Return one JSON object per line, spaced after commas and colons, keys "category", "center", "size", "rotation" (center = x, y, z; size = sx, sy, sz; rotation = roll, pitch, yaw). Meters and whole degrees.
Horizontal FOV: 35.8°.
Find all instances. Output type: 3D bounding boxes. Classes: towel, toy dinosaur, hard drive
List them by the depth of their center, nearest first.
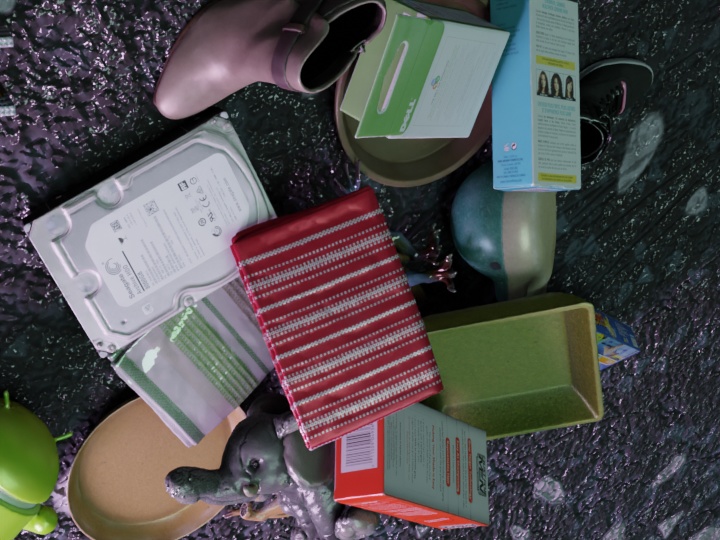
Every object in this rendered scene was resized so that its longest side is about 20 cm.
{"category": "hard drive", "center": [-0.175, -0.034, 0.974], "size": [0.198, 0.038, 0.141], "rotation": [-30, 114, -12]}
{"category": "towel", "center": [-0.020, 0.039, 0.995], "size": [0.143, 0.022, 0.203], "rotation": [-22, 95, -15]}
{"category": "towel", "center": [-0.134, 0.057, 1.073], "size": [0.200, 0.031, 0.150], "rotation": [-45, 131, -13]}
{"category": "toy dinosaur", "center": [0.000, 0.000, 1.086], "size": [0.179, 0.106, 0.202], "rotation": [-5, 139, -13]}

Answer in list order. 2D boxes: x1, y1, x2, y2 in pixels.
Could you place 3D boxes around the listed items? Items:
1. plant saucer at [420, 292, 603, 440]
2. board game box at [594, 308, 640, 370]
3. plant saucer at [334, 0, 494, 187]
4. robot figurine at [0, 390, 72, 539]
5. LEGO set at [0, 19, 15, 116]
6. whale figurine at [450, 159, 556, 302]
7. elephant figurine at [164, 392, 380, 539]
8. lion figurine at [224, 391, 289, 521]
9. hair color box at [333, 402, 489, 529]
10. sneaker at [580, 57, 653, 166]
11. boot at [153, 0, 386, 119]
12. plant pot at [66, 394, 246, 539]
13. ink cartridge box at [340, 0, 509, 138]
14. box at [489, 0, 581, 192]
{"category": "plant saucer", "center": [0.144, 0.097, 1.151], "size": [0.197, 0.048, 0.201], "rotation": [-11, 137, 7]}
{"category": "board game box", "center": [0.221, 0.090, 1.263], "size": [0.134, 0.035, 0.199], "rotation": [-29, 154, 23]}
{"category": "plant saucer", "center": [0.058, -0.176, 1.063], "size": [0.198, 0.029, 0.203], "rotation": [-16, 125, -24]}
{"category": "robot figurine", "center": [-0.349, 0.197, 0.980], "size": [0.200, 0.116, 0.175], "rotation": [-46, 127, 1]}
{"category": "LEGO set", "center": [-0.305, -0.184, 0.762], "size": [0.152, 0.116, 0.203], "rotation": [-1, 119, -32]}
{"category": "whale figurine", "center": [0.152, -0.030, 1.173], "size": [0.201, 0.102, 0.161], "rotation": [67, 31, -54]}
{"category": "elephant figurine", "center": [-0.069, 0.179, 1.074], "size": [0.140, 0.156, 0.200], "rotation": [-29, 124, 23]}
{"category": "lion figurine", "center": [-0.054, 0.204, 1.211], "size": [0.122, 0.073, 0.201], "rotation": [23, 110, -38]}
{"category": "hair color box", "center": [0.054, 0.189, 1.091], "size": [0.061, 0.103, 0.199], "rotation": [-14, 153, 32]}
{"category": "sneaker", "center": [0.243, -0.158, 1.147], "size": [0.198, 0.099, 0.072], "rotation": [-22, 127, -21]}
{"category": "boot", "center": [-0.072, -0.176, 0.898], "size": [0.200, 0.146, 0.070], "rotation": [-47, 131, 2]}
{"category": "plant pot", "center": [-0.204, 0.196, 1.133], "size": [0.198, 0.027, 0.202], "rotation": [-17, 127, -24]}
{"category": "ink cartridge box", "center": [0.044, -0.172, 0.949], "size": [0.199, 0.059, 0.105], "rotation": [-12, 128, -57]}
{"category": "box", "center": [0.164, -0.177, 1.047], "size": [0.082, 0.049, 0.204], "rotation": [-1, 90, -46]}
